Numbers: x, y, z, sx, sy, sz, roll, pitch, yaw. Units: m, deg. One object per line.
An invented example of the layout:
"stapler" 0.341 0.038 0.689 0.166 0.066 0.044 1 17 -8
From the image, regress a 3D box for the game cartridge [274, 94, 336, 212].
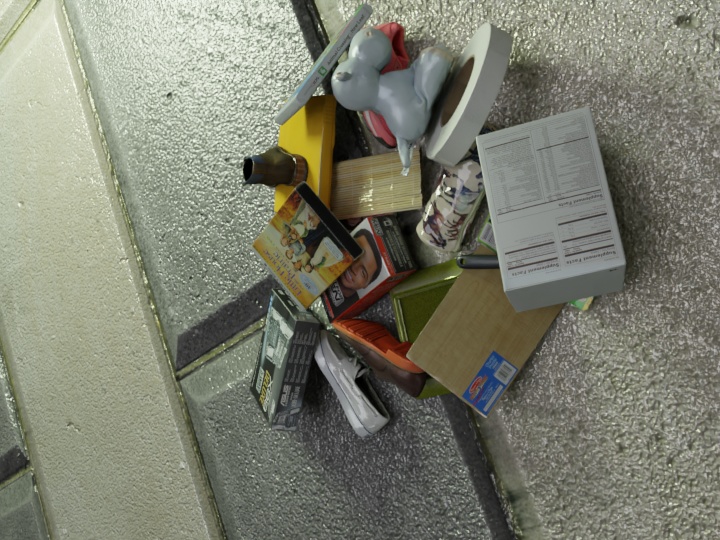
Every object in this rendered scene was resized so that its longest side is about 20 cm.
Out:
"game cartridge" -0.097 -0.196 1.353 0.175 0.032 0.206 15 101 58

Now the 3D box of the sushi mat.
"sushi mat" 0.018 -0.138 1.267 0.196 0.012 0.099 -5 89 36

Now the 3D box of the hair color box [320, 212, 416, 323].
"hair color box" 0.000 0.000 1.271 0.200 0.060 0.104 -41 67 49

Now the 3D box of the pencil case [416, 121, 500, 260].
"pencil case" 0.156 -0.121 1.166 0.090 0.076 0.203 46 119 45

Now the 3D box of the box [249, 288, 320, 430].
"box" -0.137 0.156 1.383 0.158 0.049 0.205 -139 60 -62

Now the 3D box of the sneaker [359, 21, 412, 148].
"sneaker" 0.045 -0.301 1.246 0.085 0.073 0.206 -10 86 36

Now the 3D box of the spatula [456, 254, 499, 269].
"spatula" 0.229 -0.013 1.107 0.195 0.020 0.058 1 93 24

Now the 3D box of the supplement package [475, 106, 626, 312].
"supplement package" 0.246 -0.072 1.008 0.147 0.152 0.205 -13 74 14

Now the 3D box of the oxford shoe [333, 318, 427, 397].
"oxford shoe" 0.025 0.135 1.235 0.198 0.070 0.074 28 119 42

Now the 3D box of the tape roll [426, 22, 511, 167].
"tape roll" 0.151 -0.246 1.105 0.036 0.204 0.206 21 111 -10

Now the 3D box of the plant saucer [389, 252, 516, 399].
"plant saucer" 0.129 0.091 1.216 0.197 0.047 0.206 -17 82 37

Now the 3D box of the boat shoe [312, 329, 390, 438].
"boat shoe" -0.013 0.181 1.326 0.065 0.073 0.203 -36 77 21

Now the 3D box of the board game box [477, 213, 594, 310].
"board game box" 0.266 -0.036 1.117 0.199 0.030 0.097 39 115 32

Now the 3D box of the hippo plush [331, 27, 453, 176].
"hippo plush" 0.036 -0.266 1.167 0.158 0.159 0.204 23 89 2

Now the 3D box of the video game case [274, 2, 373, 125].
"video game case" -0.063 -0.322 1.237 0.184 0.022 0.200 -55 14 -8

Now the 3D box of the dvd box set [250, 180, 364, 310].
"dvd box set" -0.092 -0.034 1.266 0.147 0.029 0.200 49 141 1

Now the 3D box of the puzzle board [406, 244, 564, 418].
"puzzle board" 0.180 0.087 1.138 0.149 0.017 0.202 35 91 15

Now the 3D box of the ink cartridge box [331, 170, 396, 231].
"ink cartridge box" -0.025 -0.119 1.332 0.196 0.039 0.102 11 99 38

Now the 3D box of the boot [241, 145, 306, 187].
"boot" -0.178 -0.184 1.366 0.198 0.095 0.077 13 100 58
